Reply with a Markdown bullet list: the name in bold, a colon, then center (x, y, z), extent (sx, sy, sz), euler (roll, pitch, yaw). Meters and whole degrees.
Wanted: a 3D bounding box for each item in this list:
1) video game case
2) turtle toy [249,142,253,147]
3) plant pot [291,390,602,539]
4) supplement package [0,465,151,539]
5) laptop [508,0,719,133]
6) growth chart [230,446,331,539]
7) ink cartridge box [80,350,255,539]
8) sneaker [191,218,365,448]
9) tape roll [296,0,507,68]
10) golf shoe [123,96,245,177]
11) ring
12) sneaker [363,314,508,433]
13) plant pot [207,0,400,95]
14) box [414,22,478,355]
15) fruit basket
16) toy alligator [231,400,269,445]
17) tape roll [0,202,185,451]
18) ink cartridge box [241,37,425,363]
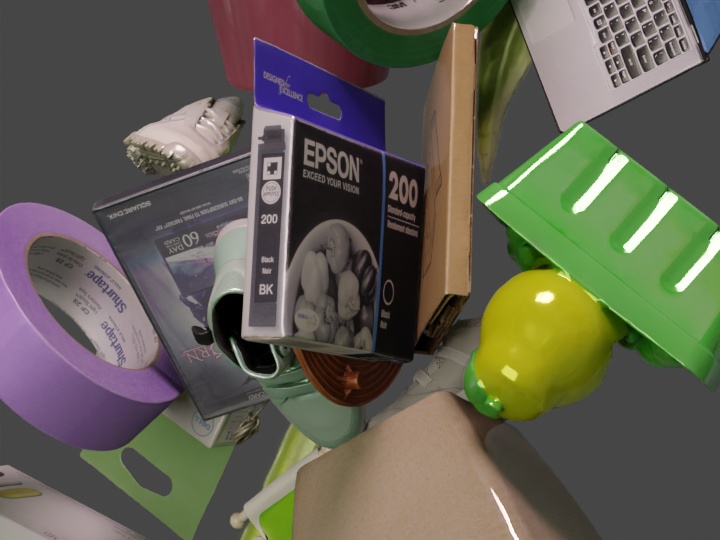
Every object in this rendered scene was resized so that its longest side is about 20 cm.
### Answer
- **video game case**: center (-0.097, 0.012, 1.366), extent (0.142, 0.019, 0.201), euler (-18, 115, 14)
- **turtle toy**: center (-0.067, -0.042, 1.422), extent (0.101, 0.146, 0.200), euler (42, 115, -9)
- **plant pot**: center (0.061, 0.206, 1.298), extent (0.199, 0.200, 0.178), euler (-31, 60, 18)
- **supplement package**: center (-0.292, 0.279, 1.564), extent (0.199, 0.111, 0.157), euler (21, 101, 29)
- **laptop**: center (0.171, -0.227, 1.278), extent (0.199, 0.116, 0.188), euler (-26, 76, 29)
- **growth chart**: center (-0.016, 0.241, 1.449), extent (0.145, 0.018, 0.200), euler (-48, 66, 23)
- **ink cartridge box**: center (-0.165, 0.111, 1.524), extent (0.145, 0.048, 0.201), euler (33, 104, 27)
- **sneaker**: center (-0.060, 0.073, 1.318), extent (0.073, 0.118, 0.201), euler (-21, 115, 16)
- **tape roll**: center (0.040, -0.245, 1.279), extent (0.048, 0.200, 0.201), euler (40, 110, 42)
- **golf shoe**: center (-0.133, -0.107, 1.431), extent (0.078, 0.200, 0.097), euler (44, 87, -12)
- **ring**: center (0.000, 0.000, 1.332), extent (0.019, 0.200, 0.202), euler (-3, 88, 30)
- **sneaker**: center (0.081, 0.080, 1.370), extent (0.200, 0.075, 0.082), euler (-34, 53, 24)
- **plant pot**: center (-0.042, -0.235, 1.378), extent (0.199, 0.200, 0.180), euler (9, 110, 31)
- **box**: center (0.060, -0.054, 1.305), extent (0.021, 0.164, 0.201), euler (4, 72, -6)
- **fruit basket**: center (0.156, 0.026, 1.247), extent (0.214, 0.155, 0.217), euler (-2, 82, 15)
- **toy alligator**: center (-0.049, 0.061, 1.444), extent (0.200, 0.059, 0.054), euler (-43, 69, 24)
- **tape roll**: center (-0.229, 0.043, 1.421), extent (0.066, 0.200, 0.201), euler (-42, 69, 22)
- **ink cartridge box**: center (-0.015, -0.043, 1.242), extent (0.043, 0.198, 0.201), euler (-2, 83, 27)
